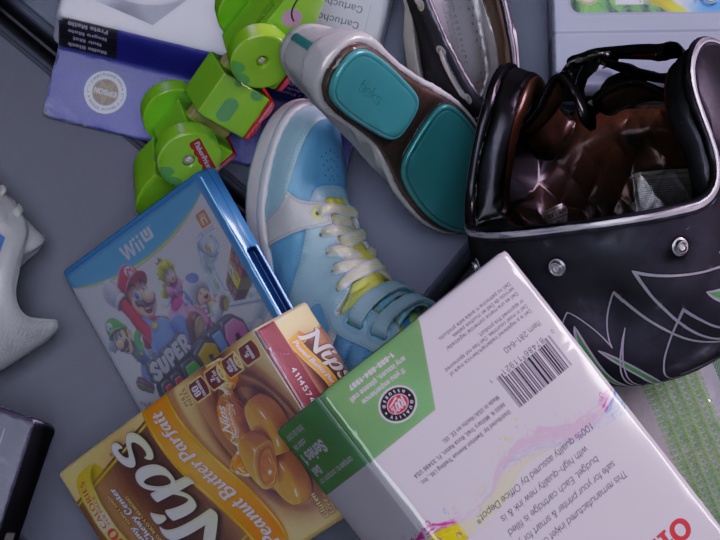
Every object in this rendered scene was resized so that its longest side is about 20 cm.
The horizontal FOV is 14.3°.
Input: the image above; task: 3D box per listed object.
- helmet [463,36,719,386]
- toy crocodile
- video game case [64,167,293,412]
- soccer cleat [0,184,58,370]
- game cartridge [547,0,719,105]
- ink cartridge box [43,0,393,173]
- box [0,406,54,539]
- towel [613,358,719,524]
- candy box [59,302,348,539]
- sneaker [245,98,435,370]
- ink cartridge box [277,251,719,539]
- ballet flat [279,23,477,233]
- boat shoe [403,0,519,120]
[{"bbox_3d":[0.153,-0.026,1.659,0.199,0.200,0.192,6,69,0],"label":"helmet"},{"bbox_3d":[-0.075,-0.108,1.701,0.062,0.068,0.200,27,112,-30],"label":"toy crocodile"},{"bbox_3d":[-0.084,0.057,1.697,0.018,0.143,0.201,-25,84,-47],"label":"video game case"},{"bbox_3d":[-0.241,-0.036,1.732,0.086,0.070,0.201,-16,88,-18],"label":"soccer cleat"},{"bbox_3d":[0.179,-0.202,1.759,0.132,0.040,0.201,-1,85,-4],"label":"game cartridge"},{"bbox_3d":[-0.080,-0.170,1.750,0.198,0.041,0.201,13,86,0],"label":"ink cartridge box"},{"bbox_3d":[-0.300,0.156,1.690,0.181,0.104,0.201,17,85,2],"label":"box"},{"bbox_3d":[0.220,0.091,1.715,0.199,0.031,0.150,-17,61,-4],"label":"towel"},{"bbox_3d":[-0.075,0.117,1.661,0.200,0.055,0.116,-36,84,40],"label":"candy box"},{"bbox_3d":[0.000,0.000,1.691,0.130,0.079,0.201,3,95,40],"label":"sneaker"},{"bbox_3d":[0.076,0.116,1.559,0.145,0.084,0.200,-37,88,-26],"label":"ink cartridge box"},{"bbox_3d":[0.016,-0.090,1.697,0.069,0.200,0.070,-15,58,25],"label":"ballet flat"},{"bbox_3d":[0.049,-0.187,1.717,0.074,0.060,0.201,-16,100,-28],"label":"boat shoe"}]
